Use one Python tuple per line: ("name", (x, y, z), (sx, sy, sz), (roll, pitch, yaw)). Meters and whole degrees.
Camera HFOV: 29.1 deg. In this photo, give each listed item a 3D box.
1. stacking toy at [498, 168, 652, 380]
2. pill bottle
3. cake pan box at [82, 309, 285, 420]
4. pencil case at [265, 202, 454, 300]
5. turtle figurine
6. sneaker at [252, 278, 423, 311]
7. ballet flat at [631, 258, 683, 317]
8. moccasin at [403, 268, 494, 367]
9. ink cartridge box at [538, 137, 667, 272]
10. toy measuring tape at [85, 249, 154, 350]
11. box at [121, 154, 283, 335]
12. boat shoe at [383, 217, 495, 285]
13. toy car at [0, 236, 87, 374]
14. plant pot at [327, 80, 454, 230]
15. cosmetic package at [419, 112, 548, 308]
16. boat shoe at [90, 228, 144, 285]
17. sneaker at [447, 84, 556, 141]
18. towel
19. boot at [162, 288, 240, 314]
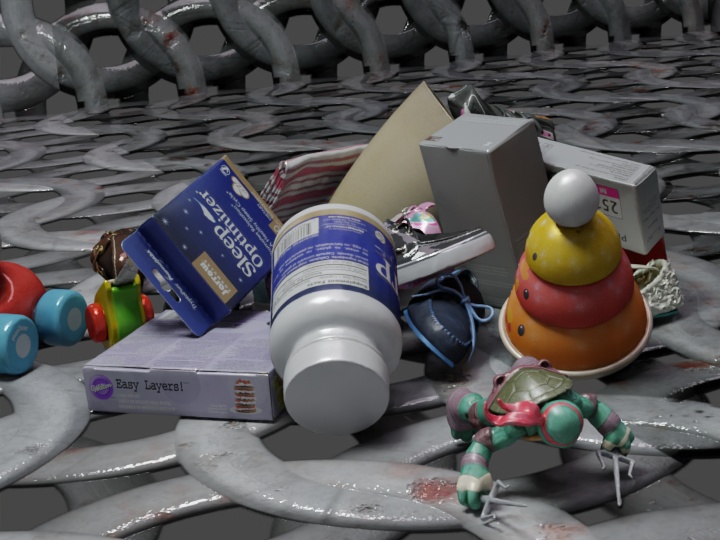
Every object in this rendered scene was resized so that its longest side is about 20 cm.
("stacking toy", (0.193, -0.013, 1.265), (0.145, 0.201, 0.147), (-6, 40, 5))
("pill bottle", (-0.023, 0.045, 1.236), (0.119, 0.120, 0.201), (-4, 40, 1))
("cake pan box", (-0.143, 0.086, 1.332), (0.199, 0.053, 0.184), (1, 14, 17))
("pencil case", (0.000, 0.000, 1.458), (0.199, 0.088, 0.087), (-25, 20, -13))
("turtle figurine", (0.136, 0.119, 1.062), (0.149, 0.101, 0.200), (-7, 10, -11))
("sneaker", (-0.023, 0.007, 1.524), (0.199, 0.082, 0.074), (-5, 16, -4))
("ballet flat", (0.246, 0.029, 1.409), (0.199, 0.072, 0.072), (-15, 19, -33))
("moccasin", (0.086, 0.033, 1.374), (0.068, 0.080, 0.200), (-43, 12, 11))
("ink cartridge box", (0.239, -0.056, 1.517), (0.199, 0.174, 0.044), (20, 49, 40))
("toy measuring tape", (-0.238, 0.040, 1.416), (0.073, 0.074, 0.200), (-11, -13, -25))
("box", (-0.147, -0.028, 1.389), (0.032, 0.121, 0.200), (-34, 9, 34))
("boat shoe", (0.031, -0.018, 1.368), (0.199, 0.067, 0.070), (-17, 0, 14))
("toy car", (-0.410, -0.008, 1.457), (0.183, 0.201, 0.177), (3, 17, 25))
("plant pot", (0.056, -0.091, 1.656), (0.200, 0.188, 0.187), (-38, 13, 8))
("cosmetic package", (0.147, -0.063, 1.496), (0.090, 0.201, 0.107), (-32, 31, -34))
("boat shoe", (-0.295, -0.012, 1.696), (0.070, 0.071, 0.200), (1, 6, -7))
("sneaker", (0.177, -0.157, 1.599), (0.086, 0.200, 0.080), (-41, 44, 8))
("towel", (-0.077, -0.075, 1.703), (0.146, 0.200, 0.030), (-19, 64, -43))
("boot", (-0.176, 0.015, 1.522), (0.079, 0.211, 0.159), (9, 55, -10))
